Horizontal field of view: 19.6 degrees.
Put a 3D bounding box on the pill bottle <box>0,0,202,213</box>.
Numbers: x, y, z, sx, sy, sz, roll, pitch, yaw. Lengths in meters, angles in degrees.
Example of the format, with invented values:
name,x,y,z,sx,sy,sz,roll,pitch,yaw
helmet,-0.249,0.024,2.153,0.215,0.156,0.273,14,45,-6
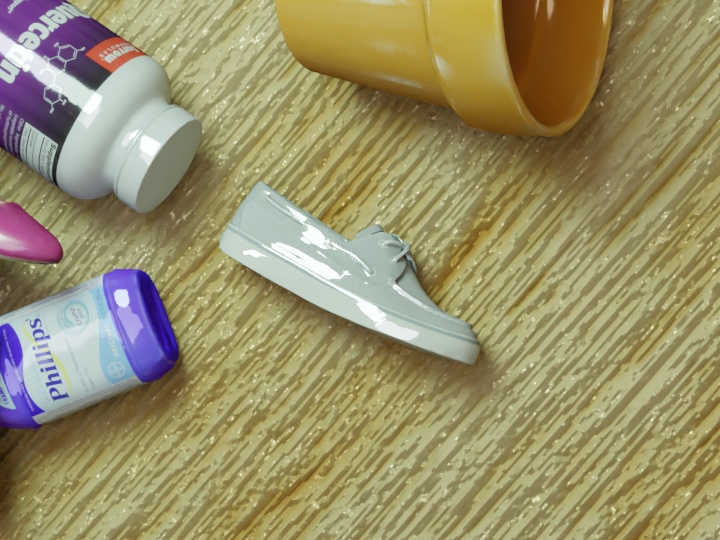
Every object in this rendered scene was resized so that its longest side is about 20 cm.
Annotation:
name,x,y,z,sx,sy,sz,roll,pitch,yaw
pill bottle,-0.212,-0.126,1.459,0.199,0.112,0.113,33,92,12

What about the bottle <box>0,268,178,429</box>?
name,x,y,z,sx,sy,sz,roll,pitch,yaw
bottle,-0.231,0.067,1.468,0.199,0.065,0.084,-21,86,9

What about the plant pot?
name,x,y,z,sx,sy,sz,roll,pitch,yaw
plant pot,0.050,-0.193,1.385,0.182,0.200,0.202,4,85,28

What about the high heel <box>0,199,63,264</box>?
name,x,y,z,sx,sy,sz,roll,pitch,yaw
high heel,-0.278,-0.076,1.420,0.199,0.067,0.097,24,98,14

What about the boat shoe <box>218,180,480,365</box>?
name,x,y,z,sx,sy,sz,roll,pitch,yaw
boat shoe,0.000,0.000,1.433,0.199,0.072,0.069,26,90,21
